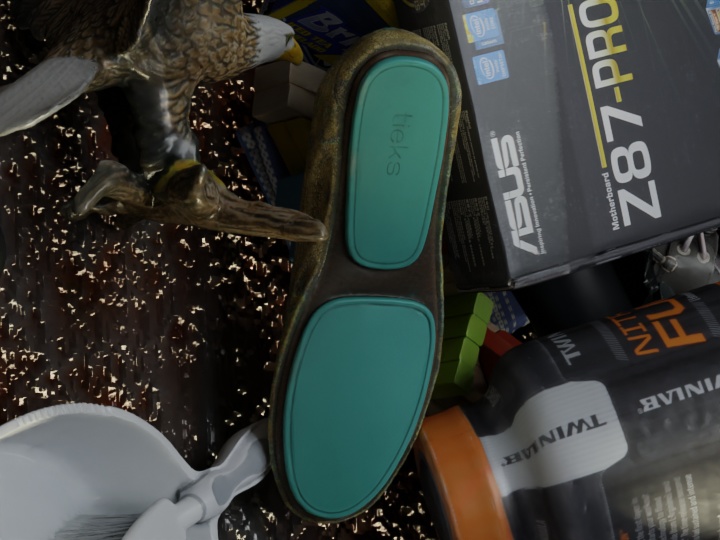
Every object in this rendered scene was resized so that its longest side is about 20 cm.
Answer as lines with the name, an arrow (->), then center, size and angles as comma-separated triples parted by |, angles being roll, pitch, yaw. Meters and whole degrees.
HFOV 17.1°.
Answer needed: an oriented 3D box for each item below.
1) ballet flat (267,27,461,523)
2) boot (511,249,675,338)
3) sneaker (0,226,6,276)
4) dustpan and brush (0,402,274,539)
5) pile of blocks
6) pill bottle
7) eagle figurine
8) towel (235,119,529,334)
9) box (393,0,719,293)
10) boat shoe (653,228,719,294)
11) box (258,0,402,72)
ballet flat -> 0.000, 0.000, 0.963 | 0.070, 0.070, 0.201 | -7, 111, -48
boot -> 0.141, 0.025, 1.132 | 0.169, 0.076, 0.200 | 66, 29, -7
sneaker -> -0.174, 0.047, 0.781 | 0.200, 0.087, 0.076 | -38, 147, -41
dustpan and brush -> -0.078, 0.099, 0.902 | 0.200, 0.057, 0.140 | -49, 119, -70
pile of blocks -> 0.019, -0.002, 1.018 | 0.082, 0.062, 0.201 | -49, 116, -41
pill bottle -> 0.123, 0.068, 0.993 | 0.199, 0.106, 0.107 | -17, 91, -7
eagle figurine -> -0.067, -0.115, 0.928 | 0.151, 0.151, 0.201 | 12, 84, -83
towel -> 0.032, -0.031, 1.100 | 0.200, 0.024, 0.146 | -30, 102, -46
box -> 0.093, -0.106, 1.009 | 0.160, 0.049, 0.201 | -15, 95, -29
boat shoe -> 0.187, 0.004, 1.225 | 0.200, 0.057, 0.067 | 42, 47, -32
box -> 0.019, -0.169, 1.075 | 0.070, 0.064, 0.201 | 43, 44, -30
